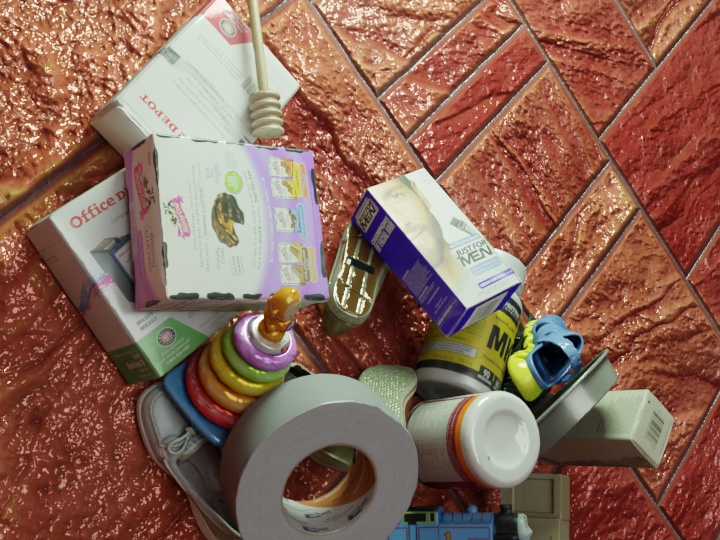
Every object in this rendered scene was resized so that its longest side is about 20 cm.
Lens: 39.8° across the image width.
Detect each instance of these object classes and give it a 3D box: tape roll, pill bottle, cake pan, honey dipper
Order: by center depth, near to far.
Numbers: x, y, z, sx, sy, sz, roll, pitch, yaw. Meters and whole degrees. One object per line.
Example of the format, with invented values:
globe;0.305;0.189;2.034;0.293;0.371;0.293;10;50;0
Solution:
tape roll;-0.042;0.212;1.030;0.199;0.066;0.202;-8;113;-20
honey dipper;-0.115;-0.251;1.127;0.038;0.038;0.202;-1;80;-36
pill bottle;0.113;0.207;1.193;0.109;0.200;0.111;7;76;-29
cake pan;0.251;0.180;1.252;0.037;0.201;0.200;46;54;10
pill bottle;0.147;0.077;1.303;0.114;0.114;0.201;33;63;-26

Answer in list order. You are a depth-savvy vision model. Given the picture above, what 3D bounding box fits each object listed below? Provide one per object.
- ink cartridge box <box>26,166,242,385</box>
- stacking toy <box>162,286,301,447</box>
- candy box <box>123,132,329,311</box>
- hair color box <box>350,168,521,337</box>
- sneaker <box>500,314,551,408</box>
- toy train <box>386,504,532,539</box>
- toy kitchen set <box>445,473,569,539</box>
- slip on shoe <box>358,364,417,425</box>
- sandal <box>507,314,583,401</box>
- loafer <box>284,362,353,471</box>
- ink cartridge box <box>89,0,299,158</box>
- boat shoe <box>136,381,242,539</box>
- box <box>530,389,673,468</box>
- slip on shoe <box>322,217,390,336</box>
ink cartridge box;-0.234;-0.003;1.061;0.145;0.087;0.201;-39;102;-35
stacking toy;-0.107;0.082;1.026;0.110;0.200;0.116;45;41;9
candy box;-0.139;-0.045;1.042;0.199;0.071;0.169;2;77;-39
hair color box;0.093;-0.026;1.233;0.109;0.065;0.200;-23;64;-39
sneaker;0.198;0.150;1.361;0.199;0.060;0.105;-35;101;-40
toy train;0.119;0.340;1.190;0.087;0.198;0.115;37;50;-73
toy kitchen set;0.208;0.374;1.306;0.180;0.162;0.202;29;61;-59
slip on shoe;0.029;0.168;1.188;0.200;0.073;0.062;-77;169;-67
sandal;0.259;0.108;1.315;0.080;0.087;0.200;59;24;-8
loafer;-0.049;0.173;1.169;0.200;0.068;0.076;38;61;-24
ink cartridge box;-0.186;-0.190;1.136;0.146;0.085;0.200;47;56;-19
boat shoe;-0.171;0.210;1.075;0.074;0.065;0.203;-31;99;-36
box;0.313;0.214;1.339;0.068;0.199;0.082;44;60;-24
slip on shoe;0.000;0.000;1.250;0.076;0.061;0.201;24;47;-8
